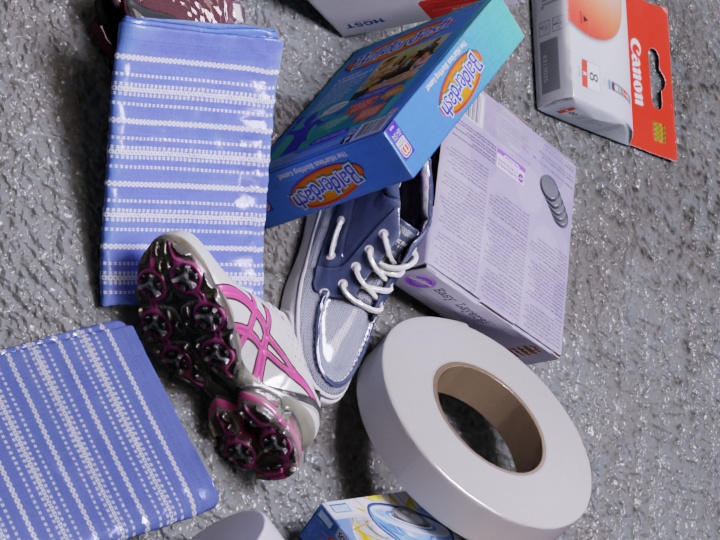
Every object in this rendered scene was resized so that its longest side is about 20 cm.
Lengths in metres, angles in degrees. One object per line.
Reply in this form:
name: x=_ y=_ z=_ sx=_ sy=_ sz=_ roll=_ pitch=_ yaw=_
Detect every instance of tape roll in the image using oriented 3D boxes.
tape roll: x=0.087 y=0.122 z=1.658 sx=0.203 sy=0.037 sz=0.203 roll=29 pitch=34 yaw=-21

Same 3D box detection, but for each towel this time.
towel: x=-0.192 y=0.112 z=1.399 sx=0.200 sy=0.024 sz=0.145 roll=-14 pitch=69 yaw=-48
towel: x=-0.116 y=-0.074 z=1.532 sx=0.145 sy=0.024 sz=0.200 roll=1 pitch=95 yaw=-44

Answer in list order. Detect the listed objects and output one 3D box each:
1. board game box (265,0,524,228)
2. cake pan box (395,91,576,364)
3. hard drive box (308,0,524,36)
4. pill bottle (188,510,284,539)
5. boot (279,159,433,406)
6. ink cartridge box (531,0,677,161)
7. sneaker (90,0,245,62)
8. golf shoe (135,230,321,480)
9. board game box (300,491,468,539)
board game box: x=0.017 y=-0.120 z=1.643 sx=0.045 sy=0.152 sz=0.200 roll=55 pitch=45 yaw=-18
cake pan box: x=0.098 y=-0.043 z=1.765 sx=0.200 sy=0.052 sz=0.184 roll=32 pitch=53 yaw=-44
hard drive box: x=0.021 y=-0.258 z=1.644 sx=0.200 sy=0.156 sz=0.077 roll=36 pitch=49 yaw=-63
pill bottle: x=-0.047 y=0.264 z=1.465 sx=0.200 sy=0.116 sz=0.116 roll=55 pitch=44 yaw=-18
boot: x=0.000 y=0.000 z=1.627 sx=0.073 sy=0.090 sz=0.200 roll=29 pitch=57 yaw=-38
ink cartridge box: x=0.235 y=-0.198 z=1.983 sx=0.200 sy=0.050 sz=0.162 roll=15 pitch=66 yaw=-40
sneaker: x=-0.142 y=-0.216 z=1.566 sx=0.115 sy=0.076 sz=0.200 roll=2 pitch=76 yaw=-44
golf shoe: x=-0.091 y=0.047 z=1.531 sx=0.200 sy=0.073 sz=0.092 roll=63 pitch=34 yaw=-28
board game box: x=0.067 y=0.219 z=1.601 sx=0.200 sy=0.034 sz=0.135 roll=-2 pitch=43 yaw=-50
